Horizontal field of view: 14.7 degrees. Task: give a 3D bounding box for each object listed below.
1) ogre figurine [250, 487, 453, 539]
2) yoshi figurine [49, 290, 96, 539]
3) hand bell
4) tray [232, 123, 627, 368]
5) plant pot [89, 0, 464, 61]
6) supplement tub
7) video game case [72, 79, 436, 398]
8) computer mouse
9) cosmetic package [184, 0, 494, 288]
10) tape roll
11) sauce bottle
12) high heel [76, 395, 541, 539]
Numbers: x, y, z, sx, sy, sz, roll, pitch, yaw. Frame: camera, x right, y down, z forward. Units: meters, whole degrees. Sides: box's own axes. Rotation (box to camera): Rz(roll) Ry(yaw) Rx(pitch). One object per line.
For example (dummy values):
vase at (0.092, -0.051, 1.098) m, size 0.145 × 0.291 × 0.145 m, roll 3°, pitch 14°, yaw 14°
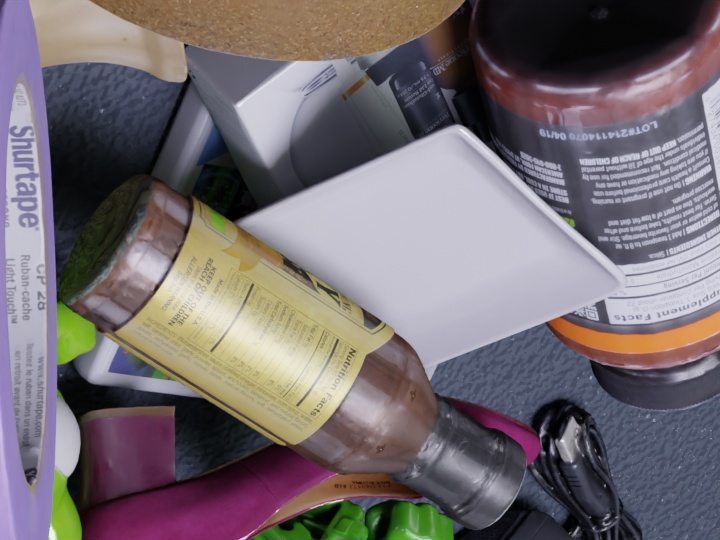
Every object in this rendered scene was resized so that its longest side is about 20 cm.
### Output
ogre figurine at (-0.064, 0.148, 1.216) m, size 0.199 × 0.098 × 0.120 m, roll -17°, pitch 137°, yaw -18°
yoshi figurine at (-0.156, 0.025, 1.091) m, size 0.112 × 0.112 × 0.201 m, roll -48°, pitch 134°, yaw -54°
hand bell at (-0.173, -0.083, 1.009) m, size 0.199 × 0.104 × 0.104 m, roll -22°, pitch 130°, yaw -9°
tray at (0.000, 0.000, 1.104) m, size 0.200 × 0.022 × 0.107 m, roll -23°, pitch 128°, yaw 39°
plant pot at (-0.021, -0.205, 0.917) m, size 0.186 × 0.187 × 0.200 m, roll -14°, pitch 143°, yaw -29°
supplement tub at (0.111, -0.035, 1.122) m, size 0.107 × 0.107 × 0.200 m, roll -32°, pitch 136°, yaw -15°
video game case at (-0.011, -0.032, 1.192) m, size 0.182 × 0.022 × 0.201 m, roll 10°, pitch 113°, yaw -40°
computer mouse at (0.059, 0.168, 1.354) m, size 0.200 × 0.053 × 0.139 m, roll -36°, pitch 134°, yaw -12°
cosmetic package at (0.041, -0.084, 1.145) m, size 0.200 × 0.052 × 0.151 m, roll -37°, pitch 137°, yaw -10°
tape roll at (-0.149, 0.005, 0.908) m, size 0.085 × 0.200 × 0.201 m, roll -2°, pitch 124°, yaw -2°
sauce bottle at (-0.022, 0.037, 1.088) m, size 0.200 × 0.065 × 0.065 m, roll 34°, pitch 96°, yaw -24°
high heel at (-0.020, 0.105, 1.149) m, size 0.199 × 0.097 × 0.067 m, roll -3°, pitch 157°, yaw -6°
